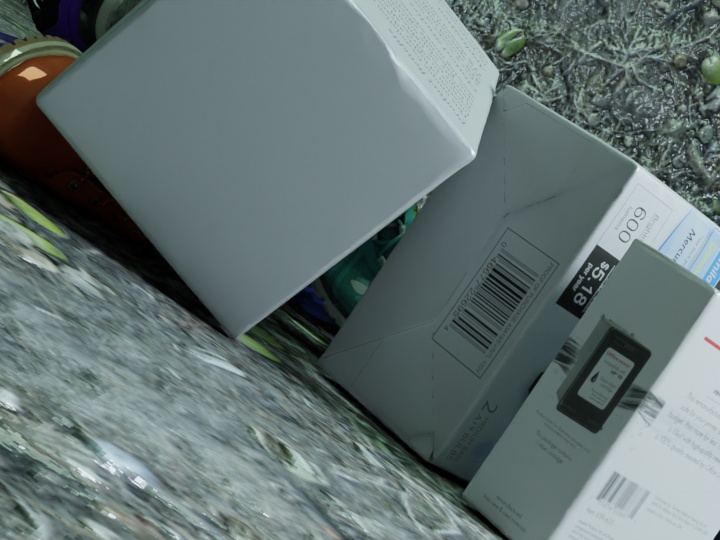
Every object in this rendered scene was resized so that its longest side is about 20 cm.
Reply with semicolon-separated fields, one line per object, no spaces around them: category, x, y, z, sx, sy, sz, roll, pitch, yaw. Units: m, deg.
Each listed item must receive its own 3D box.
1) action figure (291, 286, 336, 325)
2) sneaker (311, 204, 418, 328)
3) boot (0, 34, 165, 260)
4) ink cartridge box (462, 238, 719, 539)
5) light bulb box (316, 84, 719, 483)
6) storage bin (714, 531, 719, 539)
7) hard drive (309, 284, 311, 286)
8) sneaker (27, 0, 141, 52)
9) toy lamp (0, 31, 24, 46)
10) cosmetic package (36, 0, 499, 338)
action figure;-0.018;0.013;1.217;0.200;0.065;0.099;35;-4;25
sneaker;0.006;-0.039;1.153;0.077;0.080;0.201;-4;63;-27
boot;-0.143;-0.064;1.045;0.107;0.075;0.200;42;6;27
ink cartridge box;0.158;0.067;0.946;0.116;0.200;0.067;32;4;-42
light bulb box;0.120;0.035;1.074;0.200;0.199;0.125;30;7;-43
storage bin;0.323;0.207;1.255;0.134;0.146;0.200;44;-2;-27
hard drive;0.000;0.000;1.336;0.200;0.042;0.135;30;-26;45
sneaker;-0.182;-0.154;1.272;0.099;0.070;0.200;37;-30;17
toy lamp;-0.181;-0.093;1.214;0.200;0.058;0.058;37;4;20
cosmetic package;-0.041;-0.101;1.012;0.168;0.166;0.200;51;17;-8
